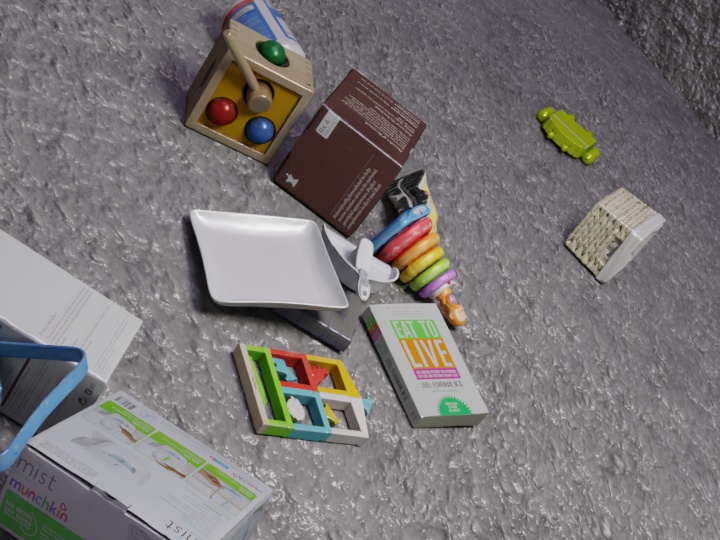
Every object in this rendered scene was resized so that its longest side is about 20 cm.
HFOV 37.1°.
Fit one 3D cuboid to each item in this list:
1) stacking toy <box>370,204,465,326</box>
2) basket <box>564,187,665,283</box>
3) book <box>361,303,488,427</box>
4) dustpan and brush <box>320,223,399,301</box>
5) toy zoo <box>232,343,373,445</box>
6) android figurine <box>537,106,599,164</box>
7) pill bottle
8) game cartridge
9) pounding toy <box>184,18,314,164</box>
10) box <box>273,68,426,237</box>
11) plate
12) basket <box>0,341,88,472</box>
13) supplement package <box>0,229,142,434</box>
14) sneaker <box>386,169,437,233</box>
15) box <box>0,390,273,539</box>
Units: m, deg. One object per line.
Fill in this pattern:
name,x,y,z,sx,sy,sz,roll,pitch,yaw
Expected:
stacking toy,0.110,0.005,1.740,0.201,0.109,0.116,55,30,6
basket,0.532,-0.079,2.245,0.123,0.136,0.199,43,31,12
book,0.092,0.140,1.590,0.132,0.048,0.202,4,48,-39
dustpan and brush,0.000,0.000,1.588,0.138,0.057,0.201,31,32,-14
toy zoo,-0.065,0.165,1.407,0.198,0.021,0.132,13,40,-37
android figurine,0.512,-0.335,2.641,0.182,0.041,0.200,44,31,7
pill bottle,-0.165,-0.389,1.923,0.111,0.113,0.201,3,46,-44
game cartridge,-0.057,0.026,1.584,0.129,0.038,0.201,35,31,-15
pounding toy,-0.178,-0.293,1.700,0.182,0.201,0.143,23,34,-24
box,-0.015,-0.199,1.786,0.163,0.166,0.201,36,31,-5
plate,-0.133,-0.008,1.505,0.197,0.033,0.201,4,38,-24
basket,-0.374,0.114,0.995,0.197,0.141,0.177,4,28,16
supplement package,-0.354,0.068,1.131,0.199,0.118,0.117,34,32,-9
sneaker,0.096,-0.108,1.894,0.201,0.077,0.091,-92,158,-62
box,-0.212,0.224,1.032,0.198,0.098,0.176,30,18,10
